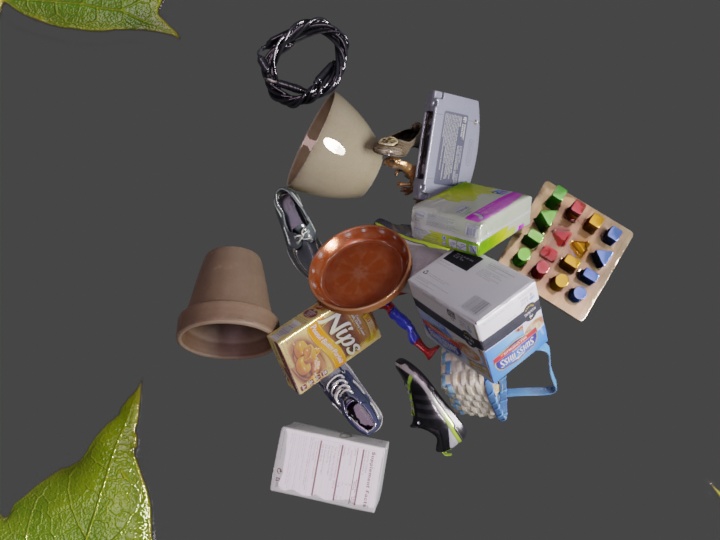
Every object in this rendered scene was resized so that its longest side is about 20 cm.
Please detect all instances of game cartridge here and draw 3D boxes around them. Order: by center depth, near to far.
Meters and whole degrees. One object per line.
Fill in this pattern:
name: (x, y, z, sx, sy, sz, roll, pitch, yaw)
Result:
game cartridge: (0.170, -0.234, 1.359, 0.041, 0.131, 0.205, 17, 102, 47)

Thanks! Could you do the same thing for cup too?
cup: (-0.038, -0.221, 1.368, 0.141, 0.200, 0.204, 27, 85, -15)

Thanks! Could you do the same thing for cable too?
cable: (-0.112, -0.433, 1.460, 0.196, 0.051, 0.166, -21, 81, 2)

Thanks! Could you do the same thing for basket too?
basket: (0.249, 0.185, 1.269, 0.195, 0.178, 0.142, -3, 53, 19)

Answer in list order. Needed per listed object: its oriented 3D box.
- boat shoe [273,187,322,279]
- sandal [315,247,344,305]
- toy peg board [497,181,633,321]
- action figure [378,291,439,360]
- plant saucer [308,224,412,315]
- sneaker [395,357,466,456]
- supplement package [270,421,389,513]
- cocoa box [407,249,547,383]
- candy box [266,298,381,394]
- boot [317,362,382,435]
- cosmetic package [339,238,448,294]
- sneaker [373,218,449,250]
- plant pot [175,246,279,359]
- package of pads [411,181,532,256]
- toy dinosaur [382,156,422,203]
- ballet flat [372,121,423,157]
boat shoe: (-0.125, -0.074, 1.406, 0.071, 0.062, 0.204, -22, 80, 3)
sandal: (-0.056, 0.052, 1.379, 0.047, 0.075, 0.205, 19, 85, -8)
toy peg board: (0.391, -0.044, 1.331, 0.197, 0.098, 0.202, 32, 87, 9)
action figure: (0.088, 0.069, 1.364, 0.199, 0.065, 0.100, 40, 94, 9)
plant saucer: (0.000, 0.000, 1.301, 0.195, 0.033, 0.203, -10, 48, 11)
sneaker: (0.117, 0.260, 1.330, 0.082, 0.072, 0.201, -39, 80, 1)
supplement package: (-0.053, 0.363, 1.311, 0.195, 0.117, 0.120, 10, 83, 7)
cocoa box: (0.197, 0.068, 1.194, 0.132, 0.199, 0.133, -32, 123, -17)
candy box: (-0.065, 0.123, 1.315, 0.198, 0.055, 0.117, -33, 118, -22)
boot: (-0.032, 0.226, 1.340, 0.073, 0.090, 0.200, -45, 80, -2)
cosmetic package: (0.066, -0.006, 1.340, 0.196, 0.051, 0.083, 9, 52, 24)
sneaker: (0.120, -0.065, 1.384, 0.196, 0.074, 0.082, 21, 68, 7)
plant pot: (-0.249, 0.057, 1.355, 0.195, 0.201, 0.178, -4, 62, 5)
package of pads: (0.200, -0.100, 1.281, 0.152, 0.199, 0.070, 17, 119, 35)
toy dinosaur: (0.133, -0.186, 1.388, 0.196, 0.107, 0.061, -3, 44, -32)
ballet flat: (0.082, -0.252, 1.347, 0.066, 0.199, 0.047, 22, 116, 23)
